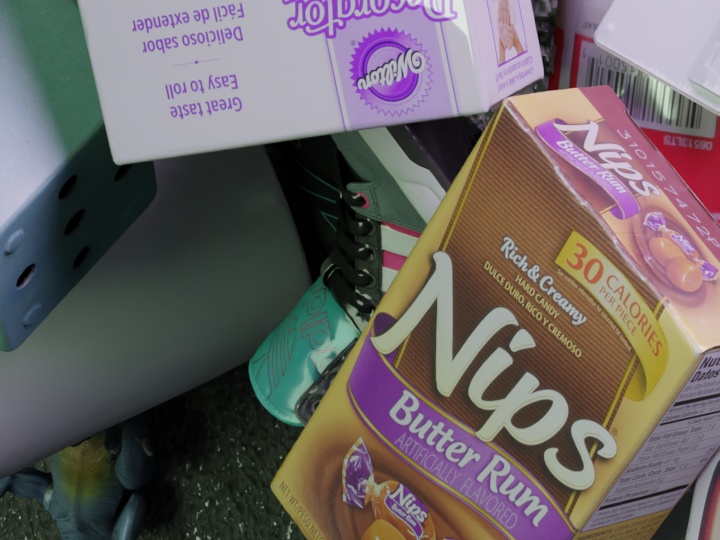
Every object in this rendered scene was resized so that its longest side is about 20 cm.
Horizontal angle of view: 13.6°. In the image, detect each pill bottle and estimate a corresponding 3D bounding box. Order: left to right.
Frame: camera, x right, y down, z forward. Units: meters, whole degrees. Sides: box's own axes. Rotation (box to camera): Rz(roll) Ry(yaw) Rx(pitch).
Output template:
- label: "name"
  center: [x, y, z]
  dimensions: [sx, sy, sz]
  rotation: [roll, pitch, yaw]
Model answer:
- label: "pill bottle"
  center: [0.116, -0.010, 1.077]
  dimensions: [0.112, 0.112, 0.201]
  rotation: [21, 110, 47]

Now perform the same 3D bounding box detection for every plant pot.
- label: "plant pot"
  center: [-0.181, -0.073, 1.139]
  dimensions: [0.200, 0.141, 0.141]
  rotation: [35, 159, 16]

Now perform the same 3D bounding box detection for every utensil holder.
- label: "utensil holder"
  center: [-0.140, -0.008, 1.272]
  dimensions: [0.170, 0.199, 0.170]
  rotation: [62, 170, 20]

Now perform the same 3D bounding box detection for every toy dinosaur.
- label: "toy dinosaur"
  center: [-0.112, 0.104, 1.408]
  dimensions: [0.105, 0.200, 0.182]
  rotation: [40, 159, 24]

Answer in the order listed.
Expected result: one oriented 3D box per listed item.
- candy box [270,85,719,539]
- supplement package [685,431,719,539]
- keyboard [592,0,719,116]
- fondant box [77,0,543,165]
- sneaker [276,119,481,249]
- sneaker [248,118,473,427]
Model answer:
- label: "candy box"
  center: [0.054, 0.048, 1.030]
  dimensions: [0.117, 0.056, 0.200]
  rotation: [53, 131, 28]
- label: "supplement package"
  center: [0.179, 0.122, 1.019]
  dimensions: [0.114, 0.109, 0.201]
  rotation: [23, 111, 45]
- label: "keyboard"
  center: [0.147, -0.150, 0.990]
  dimensions: [0.056, 0.011, 0.201]
  rotation: [33, 98, 29]
- label: "fondant box"
  center: [-0.031, -0.146, 1.013]
  dimensions: [0.144, 0.058, 0.201]
  rotation: [-7, 103, 25]
- label: "sneaker"
  center: [-0.013, -0.055, 1.255]
  dimensions: [0.200, 0.075, 0.079]
  rotation: [49, 131, 35]
- label: "sneaker"
  center: [0.000, 0.000, 1.154]
  dimensions: [0.120, 0.084, 0.200]
  rotation: [-30, 112, 15]
